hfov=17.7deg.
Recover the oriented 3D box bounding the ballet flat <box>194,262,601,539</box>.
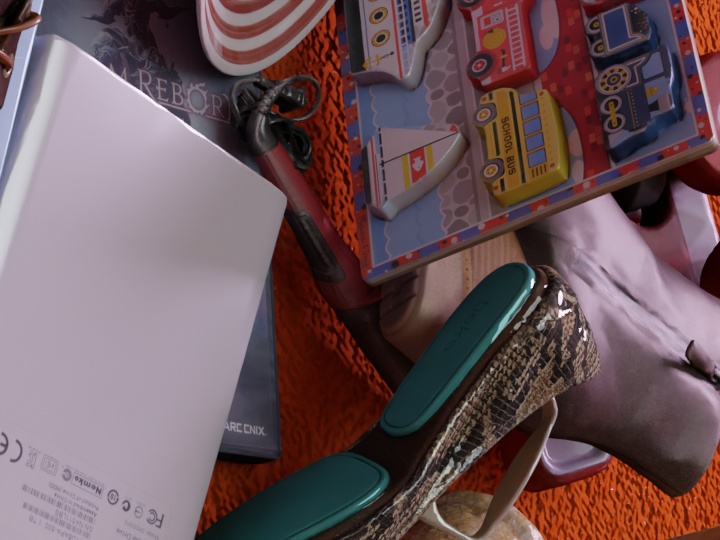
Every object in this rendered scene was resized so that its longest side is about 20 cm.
[{"bbox_3d":[0.019,0.083,0.883,0.200,0.068,0.075,-42,111,-14],"label":"ballet flat"}]

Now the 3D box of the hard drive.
[{"bbox_3d":[-0.098,0.036,0.818,0.132,0.025,0.201,35,62,-42],"label":"hard drive"}]

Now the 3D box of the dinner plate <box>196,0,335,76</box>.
[{"bbox_3d":[-0.016,-0.171,0.909,0.024,0.200,0.200,29,41,13],"label":"dinner plate"}]

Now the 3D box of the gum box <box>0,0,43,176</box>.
[{"bbox_3d":[-0.190,-0.081,0.751,0.170,0.044,0.201,30,56,-34],"label":"gum box"}]

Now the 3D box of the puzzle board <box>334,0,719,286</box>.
[{"bbox_3d":[0.058,-0.098,0.944,0.017,0.150,0.200,50,25,-44],"label":"puzzle board"}]

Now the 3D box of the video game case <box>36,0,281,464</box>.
[{"bbox_3d":[-0.088,-0.031,0.891,0.143,0.019,0.201,13,69,-48],"label":"video game case"}]

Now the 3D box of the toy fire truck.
[{"bbox_3d":[0.113,-0.012,1.072,0.168,0.112,0.201,-15,88,-33],"label":"toy fire truck"}]

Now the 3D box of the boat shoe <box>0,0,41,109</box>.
[{"bbox_3d":[-0.139,-0.083,0.718,0.072,0.072,0.201,11,67,-43],"label":"boat shoe"}]

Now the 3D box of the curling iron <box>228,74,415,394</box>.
[{"bbox_3d":[0.000,0.000,0.963,0.200,0.026,0.050,61,42,-27],"label":"curling iron"}]

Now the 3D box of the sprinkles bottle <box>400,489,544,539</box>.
[{"bbox_3d":[0.007,0.167,0.900,0.200,0.068,0.068,-46,113,-48],"label":"sprinkles bottle"}]

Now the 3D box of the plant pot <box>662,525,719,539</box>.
[{"bbox_3d":[0.142,0.222,0.950,0.182,0.199,0.200,52,43,-16],"label":"plant pot"}]

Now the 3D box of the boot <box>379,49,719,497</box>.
[{"bbox_3d":[0.091,-0.016,0.999,0.166,0.072,0.201,27,59,-26],"label":"boot"}]
